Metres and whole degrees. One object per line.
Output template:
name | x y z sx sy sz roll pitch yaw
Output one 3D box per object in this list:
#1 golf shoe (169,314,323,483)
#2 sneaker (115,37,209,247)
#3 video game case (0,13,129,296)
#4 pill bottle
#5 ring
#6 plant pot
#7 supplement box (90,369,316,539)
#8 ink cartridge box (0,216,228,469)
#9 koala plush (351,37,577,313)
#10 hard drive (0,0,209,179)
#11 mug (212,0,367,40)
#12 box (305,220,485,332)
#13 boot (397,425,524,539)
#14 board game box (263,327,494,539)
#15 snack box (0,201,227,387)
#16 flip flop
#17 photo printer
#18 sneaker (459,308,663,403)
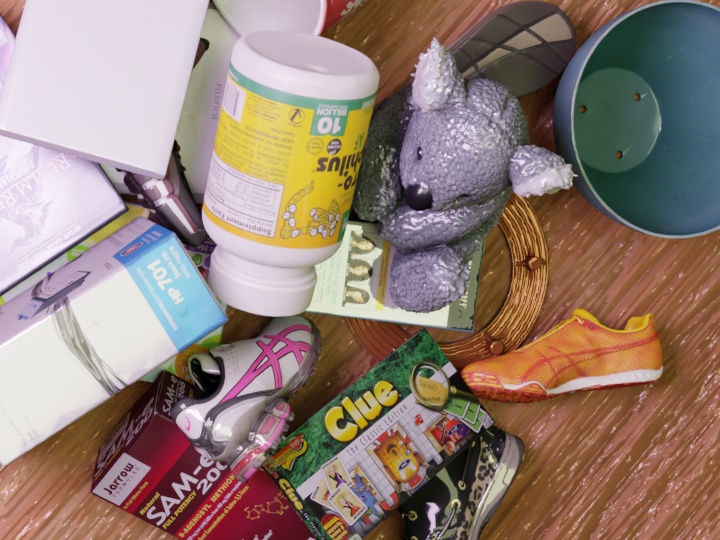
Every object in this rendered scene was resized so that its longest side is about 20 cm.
golf shoe | -0.090 0.081 1.497 0.092 0.200 0.073 37 120 -8
sneaker | -0.149 -0.124 1.440 0.115 0.076 0.200 -37 104 -12
video game case | -0.295 -0.091 1.453 0.143 0.019 0.200 -34 85 -1
pill bottle | -0.059 -0.072 1.409 0.113 0.113 0.200 6 113 -18
ring | 0.076 0.000 1.624 0.200 0.019 0.201 -2 95 -18
plant pot | 0.247 -0.130 1.609 0.200 0.135 0.200 -1 94 -18
supplement box | -0.109 0.178 1.531 0.200 0.061 0.109 30 120 -17
ink cartridge box | -0.217 0.051 1.410 0.200 0.146 0.086 -32 105 -12
koala plush | 0.072 -0.095 1.464 0.177 0.200 0.184 44 68 -1
hard drive | -0.188 -0.182 1.392 0.132 0.025 0.200 15 79 -13
mug | -0.008 -0.285 1.474 0.133 0.178 0.200 45 52 12
box | 0.000 0.000 1.564 0.200 0.049 0.082 7 90 -13
boot | 0.033 0.196 1.598 0.154 0.073 0.204 35 77 -15
board game box | 0.017 0.141 1.534 0.200 0.023 0.105 -37 89 -36
snack box | -0.209 0.013 1.514 0.200 0.053 0.142 11 92 -18
flip flop | 0.094 -0.166 1.603 0.200 0.058 0.081 -37 109 3
photo printer | -0.135 -0.138 1.518 0.200 0.069 0.167 7 92 -18
sneaker | 0.174 0.076 1.644 0.200 0.073 0.077 -8 84 -25
